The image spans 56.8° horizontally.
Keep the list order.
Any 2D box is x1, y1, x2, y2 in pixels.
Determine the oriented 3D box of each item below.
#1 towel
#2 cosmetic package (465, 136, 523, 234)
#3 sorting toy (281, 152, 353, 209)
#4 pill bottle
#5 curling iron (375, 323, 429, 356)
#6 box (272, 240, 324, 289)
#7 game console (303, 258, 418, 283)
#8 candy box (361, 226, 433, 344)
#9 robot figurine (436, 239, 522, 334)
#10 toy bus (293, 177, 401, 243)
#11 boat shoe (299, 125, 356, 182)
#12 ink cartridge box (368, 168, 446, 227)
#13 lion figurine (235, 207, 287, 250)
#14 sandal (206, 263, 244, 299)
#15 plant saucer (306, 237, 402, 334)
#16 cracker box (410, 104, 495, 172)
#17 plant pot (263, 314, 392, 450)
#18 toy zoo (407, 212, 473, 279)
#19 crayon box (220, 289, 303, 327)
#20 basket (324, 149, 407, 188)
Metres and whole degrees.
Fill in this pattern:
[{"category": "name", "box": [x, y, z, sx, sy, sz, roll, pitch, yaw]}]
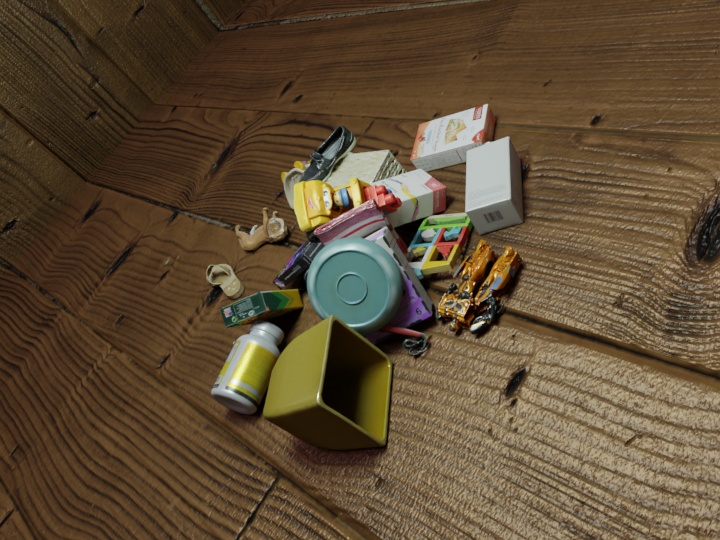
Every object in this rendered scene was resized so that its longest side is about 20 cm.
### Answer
[{"category": "towel", "box": [0.009, -0.056, 1.422, 0.144, 0.200, 0.023, -27, 48, 11]}, {"category": "cosmetic package", "box": [0.297, -0.191, 1.478, 0.107, 0.085, 0.200, -15, 45, 29]}, {"category": "sorting toy", "box": [-0.110, -0.275, 1.860, 0.180, 0.107, 0.200, -34, 7, -30]}, {"category": "pill bottle", "box": [-0.252, 0.219, 1.530, 0.112, 0.112, 0.200, -1, 54, 39]}, {"category": "curling iron", "box": [0.043, 0.125, 1.360, 0.200, 0.026, 0.050, 19, 79, 8]}, {"category": "box", "box": [-0.133, -0.041, 1.647, 0.200, 0.036, 0.143, -33, 18, 53]}, {"category": "game console", "box": [0.000, 0.000, 1.528, 0.200, 0.176, 0.116, -49, 11, -10]}, {"category": "candy box", "box": [0.031, 0.037, 1.390, 0.168, 0.200, 0.072, -28, 13, 17]}, {"category": "robot figurine", "box": [0.232, 0.035, 1.342, 0.145, 0.058, 0.200, 18, 67, 48]}, {"category": "toy bus", "box": [-0.019, -0.138, 1.434, 0.192, 0.200, 0.136, -20, 68, 31]}, {"category": "boat shoe", "box": [-0.094, -0.291, 1.707, 0.199, 0.066, 0.074, -44, 52, -5]}, {"category": "ink cartridge box", "box": [0.088, -0.166, 1.566, 0.200, 0.068, 0.116, -20, 39, -22]}, {"category": "lion figurine", "box": [-0.285, -0.103, 1.902, 0.200, 0.072, 0.123, -34, 50, 32]}, {"category": "sandal", "box": [-0.399, 0.011, 1.878, 0.078, 0.070, 0.212, -48, 39, -8]}, {"category": "plant saucer", "box": [-0.016, 0.034, 1.334, 0.200, 0.200, 0.027, -28, 2, 16]}, {"category": "cracker box", "box": [0.234, -0.332, 1.682, 0.200, 0.058, 0.134, -10, 49, 33]}, {"category": "plant pot", "box": [-0.077, 0.241, 1.316, 0.200, 0.195, 0.195, -25, 41, 34]}, {"category": "toy zoo", "box": [0.167, -0.053, 1.481, 0.131, 0.020, 0.200, -3, 43, 37]}, {"category": "crayon box", "box": [-0.227, 0.089, 1.613, 0.127, 0.200, 0.051, -22, 82, 24]}, {"category": "basket", "box": [0.009, -0.219, 1.711, 0.200, 0.123, 0.136, 1, 54, 41]}]
